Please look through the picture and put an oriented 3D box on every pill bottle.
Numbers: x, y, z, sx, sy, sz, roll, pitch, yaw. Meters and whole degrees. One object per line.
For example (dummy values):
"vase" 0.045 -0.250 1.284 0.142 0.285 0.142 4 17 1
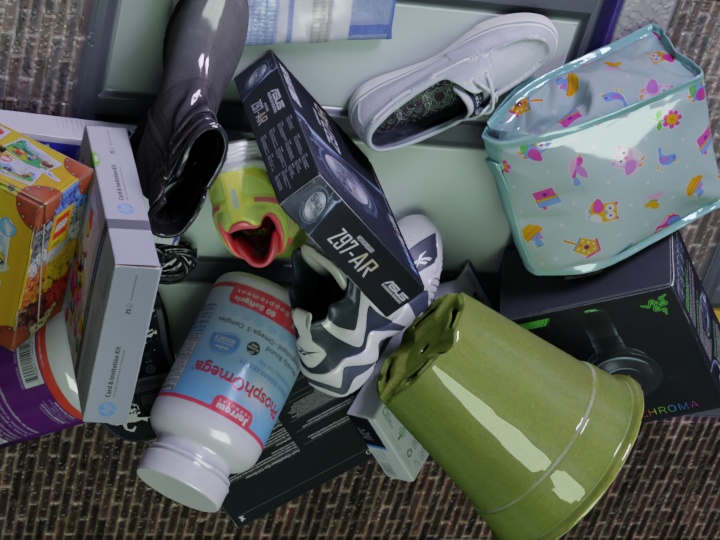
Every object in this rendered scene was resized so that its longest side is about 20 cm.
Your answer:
"pill bottle" -0.123 0.111 1.727 0.109 0.108 0.201 41 64 -37
"pill bottle" -0.306 0.096 1.698 0.199 0.113 0.113 -18 134 27

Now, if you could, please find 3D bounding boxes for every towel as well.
"towel" -0.061 -0.251 1.591 0.198 0.024 0.148 -3 128 -15

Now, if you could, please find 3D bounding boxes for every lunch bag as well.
"lunch bag" 0.213 -0.101 1.728 0.199 0.122 0.171 -25 131 -5

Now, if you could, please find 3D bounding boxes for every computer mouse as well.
"computer mouse" -0.211 0.063 1.770 0.137 0.053 0.201 -8 116 -9

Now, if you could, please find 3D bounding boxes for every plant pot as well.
"plant pot" 0.121 0.122 1.733 0.190 0.200 0.200 39 109 -17

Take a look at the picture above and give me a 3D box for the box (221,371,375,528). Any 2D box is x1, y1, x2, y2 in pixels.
"box" -0.070 0.141 1.851 0.199 0.079 0.142 -28 127 4

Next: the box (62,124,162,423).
"box" -0.207 0.000 1.553 0.041 0.201 0.157 5 125 -18

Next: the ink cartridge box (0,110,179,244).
"ink cartridge box" -0.245 -0.080 1.645 0.198 0.039 0.100 7 124 -20

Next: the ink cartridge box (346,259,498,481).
"ink cartridge box" 0.065 0.093 1.832 0.201 0.039 0.100 -56 134 -28

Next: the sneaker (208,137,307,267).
"sneaker" -0.091 -0.038 1.665 0.078 0.091 0.200 -15 159 11

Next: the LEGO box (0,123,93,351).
"LEGO box" -0.334 -0.050 1.557 0.199 0.077 0.150 26 123 11

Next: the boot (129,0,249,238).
"boot" -0.127 -0.132 1.544 0.069 0.132 0.201 13 107 -22

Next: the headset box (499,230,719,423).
"headset box" 0.243 0.051 1.830 0.173 0.093 0.200 -12 135 20

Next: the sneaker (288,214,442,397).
"sneaker" 0.000 0.000 1.709 0.199 0.079 0.130 -49 143 -22

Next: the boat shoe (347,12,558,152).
"boat shoe" 0.088 -0.157 1.675 0.200 0.072 0.070 -24 130 2

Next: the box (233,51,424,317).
"box" -0.028 -0.075 1.620 0.043 0.201 0.160 -35 127 11
